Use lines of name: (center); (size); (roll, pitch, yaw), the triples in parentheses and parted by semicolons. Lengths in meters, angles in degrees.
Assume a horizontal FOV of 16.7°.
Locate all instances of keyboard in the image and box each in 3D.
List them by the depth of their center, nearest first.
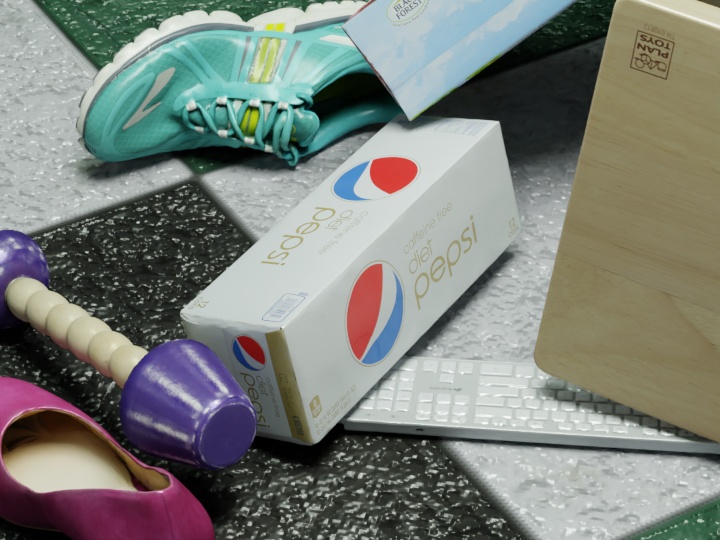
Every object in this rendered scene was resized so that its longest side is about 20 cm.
keyboard: (0.088, 0.062, 1.166); (0.198, 0.011, 0.056); (4, 37, 6)

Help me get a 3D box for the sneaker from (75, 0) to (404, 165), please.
sneaker: (-0.056, -0.096, 1.330); (0.199, 0.078, 0.080); (-14, 48, -17)

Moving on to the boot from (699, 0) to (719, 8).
boot: (0.170, -0.096, 1.271); (0.096, 0.075, 0.201); (-14, 71, -4)

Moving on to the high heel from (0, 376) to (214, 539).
high heel: (-0.125, 0.081, 1.074); (0.067, 0.096, 0.200); (-18, 40, -21)

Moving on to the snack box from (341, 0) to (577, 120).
snack box: (0.086, -0.167, 1.298); (0.168, 0.068, 0.200); (-35, 4, 15)

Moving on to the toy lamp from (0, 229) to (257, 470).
toy lamp: (-0.118, 0.039, 1.146); (0.058, 0.059, 0.200); (-25, 34, -28)

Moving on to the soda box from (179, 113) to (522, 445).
soda box: (0.000, 0.000, 1.193); (0.063, 0.069, 0.200); (8, 36, 35)

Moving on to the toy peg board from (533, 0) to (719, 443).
toy peg board: (0.202, -0.023, 1.108); (0.199, 0.200, 0.098); (21, 34, 16)
